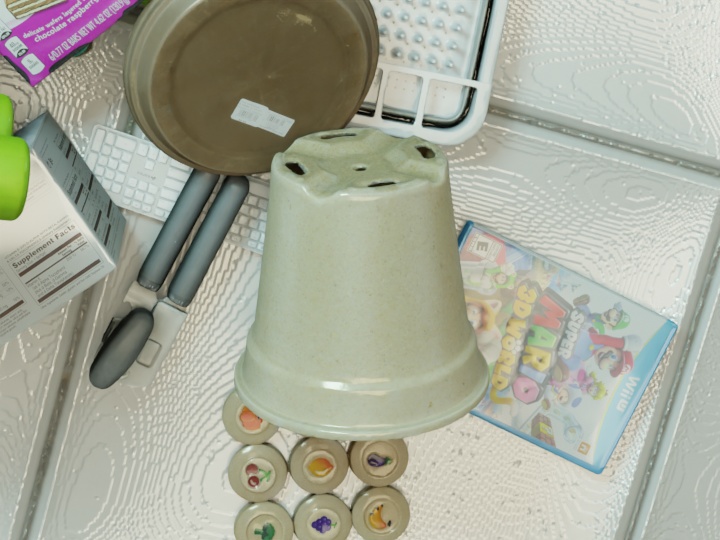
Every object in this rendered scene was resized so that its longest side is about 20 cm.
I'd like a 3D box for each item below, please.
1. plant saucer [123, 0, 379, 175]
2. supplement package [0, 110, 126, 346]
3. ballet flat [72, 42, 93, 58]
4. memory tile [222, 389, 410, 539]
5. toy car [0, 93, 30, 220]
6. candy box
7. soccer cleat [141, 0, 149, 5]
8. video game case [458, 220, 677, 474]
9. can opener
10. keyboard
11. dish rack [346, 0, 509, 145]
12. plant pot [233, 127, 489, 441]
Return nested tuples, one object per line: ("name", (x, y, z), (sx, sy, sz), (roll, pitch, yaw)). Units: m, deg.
("plant saucer", (-0.078, -0.150, 1.484), (0.198, 0.030, 0.201), (-11, 130, -13))
("supplement package", (-0.291, -0.010, 1.500), (0.199, 0.156, 0.111), (-33, 105, 4))
("ballet flat", (-0.287, -0.230, 1.509), (0.199, 0.063, 0.068), (27, 118, -16))
("memory tile", (-0.034, 0.185, 1.646), (0.152, 0.017, 0.202), (-6, 102, -6))
("toy car", (-0.321, -0.017, 1.309), (0.163, 0.158, 0.201), (6, 113, -21))
("candy box", (-0.251, -0.251, 1.425), (0.136, 0.061, 0.200), (-35, 115, 19))
("soccer cleat", (-0.187, -0.252, 1.520), (0.199, 0.067, 0.082), (25, 88, -17))
("video game case", (0.144, 0.065, 1.641), (0.199, 0.018, 0.144), (26, 97, -11))
("can opener", (-0.149, 0.008, 1.569), (0.052, 0.066, 0.201), (27, 98, -12))
("keyboard", (-0.127, -0.059, 1.589), (0.199, 0.011, 0.057), (19, 99, -10))
("dish rack", (0.029, -0.210, 1.560), (0.170, 0.044, 0.202), (10, 100, -8))
("plant pot", (0.000, 0.000, 1.499), (0.199, 0.201, 0.185), (-3, 116, -6))
